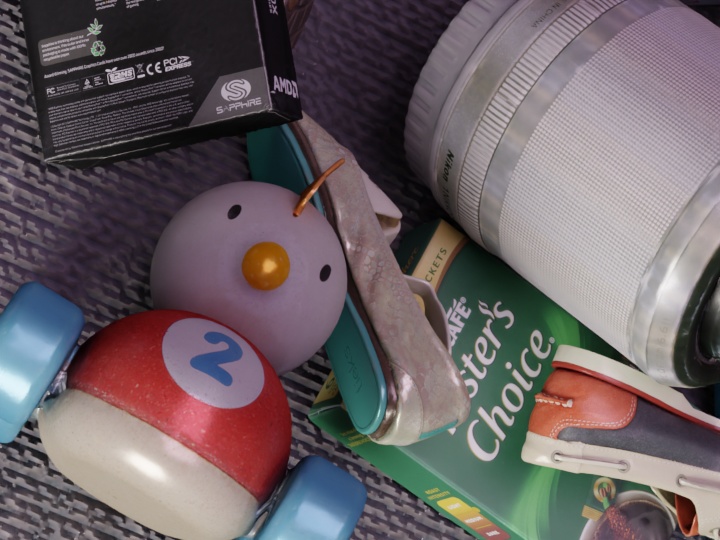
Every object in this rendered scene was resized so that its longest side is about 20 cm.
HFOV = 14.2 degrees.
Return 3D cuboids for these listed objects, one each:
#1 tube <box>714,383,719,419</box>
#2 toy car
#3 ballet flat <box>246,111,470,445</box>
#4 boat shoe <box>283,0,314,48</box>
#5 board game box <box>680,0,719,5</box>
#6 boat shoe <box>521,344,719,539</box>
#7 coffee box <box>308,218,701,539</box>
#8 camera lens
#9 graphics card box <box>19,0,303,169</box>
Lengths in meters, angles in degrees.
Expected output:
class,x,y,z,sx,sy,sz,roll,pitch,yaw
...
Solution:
class,x,y,z,sx,sy,sz,roll,pitch,yaw
tube,0.218,0.152,1.546,0.077,0.050,0.201,3,83,-29
toy car,-0.062,0.023,1.349,0.184,0.177,0.201,31,77,-5
ballet flat,0.000,0.000,1.439,0.062,0.067,0.201,-6,61,-29
boat shoe,-0.055,-0.164,1.473,0.073,0.075,0.201,23,74,8
board game box,0.215,-0.251,1.625,0.198,0.043,0.201,-4,81,-26
boat shoe,0.171,0.104,1.469,0.199,0.071,0.063,26,79,-23
coffee box,0.082,0.079,1.494,0.200,0.044,0.123,37,67,-15
camera lens,0.141,-0.051,1.443,0.160,0.160,0.200,-37,60,-27
graphics card box,-0.106,-0.159,1.411,0.125,0.051,0.201,-12,82,16
